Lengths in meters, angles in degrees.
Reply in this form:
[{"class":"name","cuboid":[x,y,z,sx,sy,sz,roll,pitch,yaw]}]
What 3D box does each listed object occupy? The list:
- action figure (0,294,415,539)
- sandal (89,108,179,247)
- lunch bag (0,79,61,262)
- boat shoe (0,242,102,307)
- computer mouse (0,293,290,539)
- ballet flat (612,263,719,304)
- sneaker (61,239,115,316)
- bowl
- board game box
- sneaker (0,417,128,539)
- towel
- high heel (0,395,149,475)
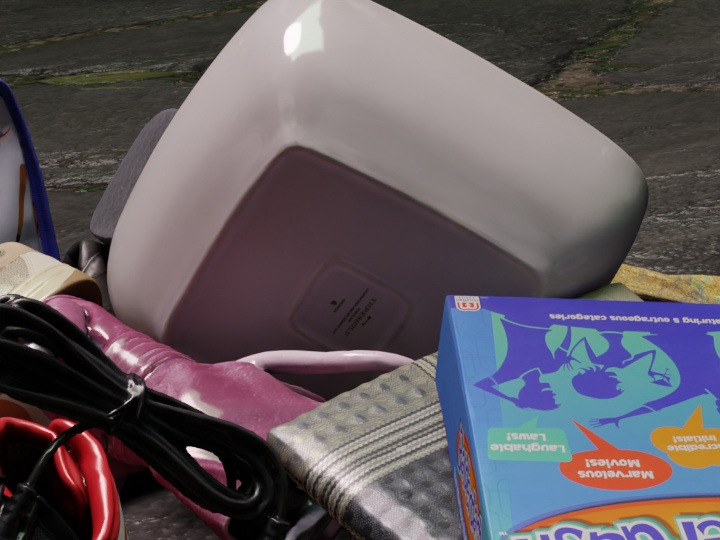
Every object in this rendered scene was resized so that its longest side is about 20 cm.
[{"class":"action figure","cuboid":[-0.086,0.049,1.105,0.200,0.134,0.149,29,70,22]},{"class":"sandal","cuboid":[-0.074,-0.034,1.288,0.043,0.076,0.200,36,-11,-24]},{"class":"lunch bag","cuboid":[-0.247,-0.023,1.403,0.124,0.200,0.170,-18,19,-42]},{"class":"boat shoe","cuboid":[-0.209,0.054,1.252,0.065,0.072,0.200,30,53,28]},{"class":"computer mouse","cuboid":[-0.110,0.121,0.902,0.140,0.200,0.046,26,-10,-16]},{"class":"ballet flat","cuboid":[0.138,0.033,1.255,0.200,0.071,0.071,15,8,-15]},{"class":"sneaker","cuboid":[-0.108,0.024,1.363,0.200,0.091,0.076,-13,-3,-33]},{"class":"bowl","cuboid":[0.000,0.000,1.162,0.200,0.200,0.075,29,33,-10]},{"class":"board game box","cuboid":[0.112,0.082,0.968,0.152,0.045,0.200,2,33,-7]},{"class":"sneaker","cuboid":[-0.119,0.100,1.017,0.078,0.116,0.200,-13,15,-25]},{"class":"towel","cuboid":[0.094,0.086,1.033,0.200,0.035,0.193,-21,42,-36]},{"class":"high heel","cuboid":[-0.143,0.067,1.246,0.200,0.067,0.096,9,15,-28]}]
